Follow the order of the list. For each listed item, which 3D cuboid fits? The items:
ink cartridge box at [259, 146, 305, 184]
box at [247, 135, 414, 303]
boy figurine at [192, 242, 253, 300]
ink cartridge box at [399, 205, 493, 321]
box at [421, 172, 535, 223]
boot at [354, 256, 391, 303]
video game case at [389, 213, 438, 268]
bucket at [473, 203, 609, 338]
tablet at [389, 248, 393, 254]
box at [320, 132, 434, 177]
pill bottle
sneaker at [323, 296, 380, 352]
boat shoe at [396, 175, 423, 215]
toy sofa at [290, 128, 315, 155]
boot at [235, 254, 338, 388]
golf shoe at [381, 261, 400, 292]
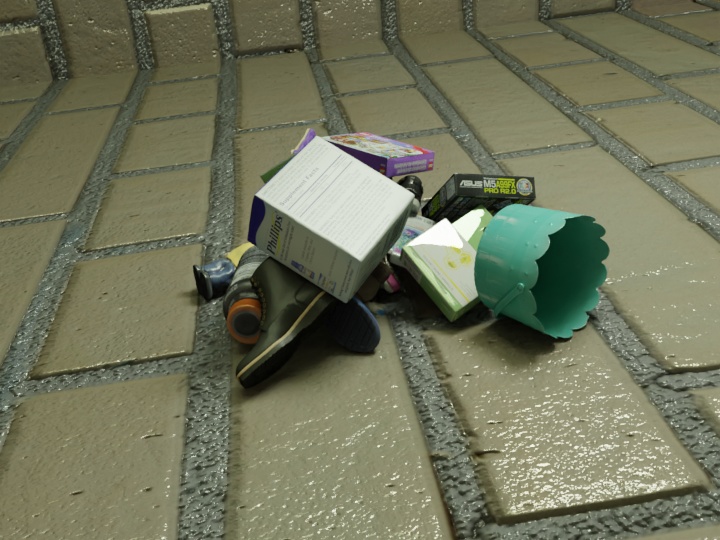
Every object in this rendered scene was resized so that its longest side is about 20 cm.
[{"bbox_3d":[-0.084,-0.146,1.672,0.144,0.202,0.048,-28,24,12],"label":"ink cartridge box"},{"bbox_3d":[-0.047,-0.084,1.363,0.198,0.106,0.184,32,49,10],"label":"box"},{"bbox_3d":[-0.217,-0.011,1.633,0.197,0.066,0.124,-20,29,-28],"label":"boy figurine"},{"bbox_3d":[0.184,-0.026,1.462,0.198,0.048,0.146,-33,70,-21],"label":"ink cartridge box"},{"bbox_3d":[0.217,-0.125,1.626,0.157,0.045,0.200,0,-15,-14],"label":"box"},{"bbox_3d":[-0.026,-0.009,1.520,0.145,0.070,0.201,-36,46,7],"label":"boot"},{"bbox_3d":[0.160,-0.030,1.559,0.196,0.024,0.183,20,30,2],"label":"video game case"},{"bbox_3d":[0.284,-0.004,1.365,0.205,0.211,0.134,-26,30,-35],"label":"bucket"},{"bbox_3d":[0.077,-0.055,1.633,0.128,0.014,0.200,19,17,-1],"label":"tablet"},{"bbox_3d":[0.028,-0.227,1.675,0.135,0.040,0.198,-15,28,-42],"label":"box"},{"bbox_3d":[-0.175,0.043,1.467,0.104,0.108,0.201,-3,27,5],"label":"pill bottle"},{"bbox_3d":[-0.040,0.058,1.411,0.199,0.075,0.082,38,13,20],"label":"sneaker"},{"bbox_3d":[0.083,-0.131,1.698,0.072,0.061,0.200,17,-15,1],"label":"boat shoe"},{"bbox_3d":[-0.104,-0.273,2.092,0.081,0.100,0.201,0,26,12],"label":"toy sofa"},{"bbox_3d":[-0.149,0.071,1.342,0.138,0.078,0.200,41,66,15],"label":"boot"},{"bbox_3d":[0.000,0.000,1.578,0.091,0.076,0.200,-41,39,-7],"label":"golf shoe"}]
